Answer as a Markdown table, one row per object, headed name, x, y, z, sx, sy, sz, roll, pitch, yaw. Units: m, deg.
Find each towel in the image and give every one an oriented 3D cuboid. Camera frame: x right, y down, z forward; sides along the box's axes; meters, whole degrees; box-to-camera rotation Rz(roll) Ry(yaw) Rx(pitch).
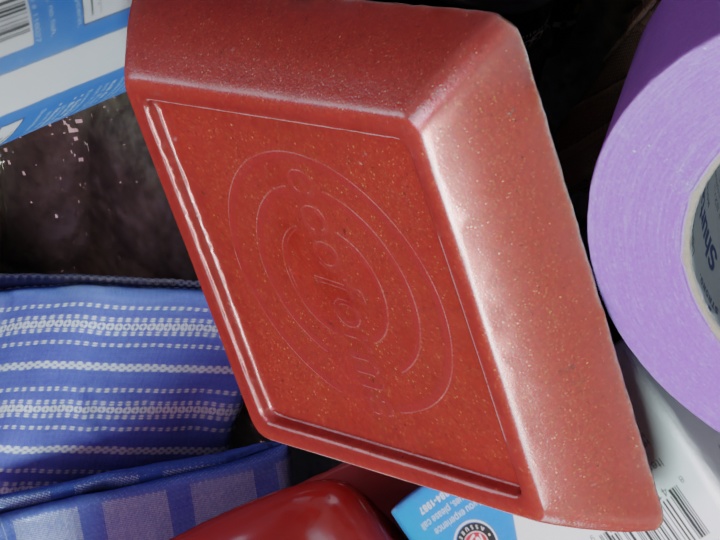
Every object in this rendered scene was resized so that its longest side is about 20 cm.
| name | x | y | z | sx | sy | sz | roll | pitch | yaw |
| --- | --- | --- | --- | --- | --- | --- | --- | --- | --- |
| towel | -0.123 | 0.091 | 1.050 | 0.024 | 0.144 | 0.201 | 51 | 130 | 47 |
| towel | -0.089 | 0.173 | 1.069 | 0.024 | 0.146 | 0.201 | -117 | 19 | -58 |

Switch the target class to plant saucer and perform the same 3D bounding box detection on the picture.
| name | x | y | z | sx | sy | sz | roll | pitch | yaw |
| --- | --- | --- | --- | --- | --- | --- | --- | --- | --- |
| plant saucer | 0.000 | 0.000 | 0.852 | 0.199 | 0.037 | 0.200 | 12 | 129 | 47 |

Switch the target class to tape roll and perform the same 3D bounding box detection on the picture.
| name | x | y | z | sx | sy | sz | roll | pitch | yaw |
| --- | --- | --- | --- | --- | --- | --- | --- | --- | --- |
| tape roll | 0.176 | -0.020 | 0.771 | 0.199 | 0.066 | 0.201 | 12 | 134 | 13 |

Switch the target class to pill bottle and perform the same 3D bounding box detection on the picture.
| name | x | y | z | sx | sy | sz | roll | pitch | yaw |
| --- | --- | --- | --- | --- | --- | --- | --- | --- | --- |
| pill bottle | -0.124 | -0.114 | 0.928 | 0.112 | 0.200 | 0.113 | 16 | 118 | 32 |

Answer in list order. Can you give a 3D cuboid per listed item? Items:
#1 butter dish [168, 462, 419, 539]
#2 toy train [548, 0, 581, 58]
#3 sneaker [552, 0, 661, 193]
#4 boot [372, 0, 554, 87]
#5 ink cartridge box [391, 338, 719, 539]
| name | x | y | z | sx | sy | sz | roll | pitch | yaw |
| --- | --- | --- | --- | --- | --- | --- | --- | --- | --- |
| butter dish | -0.034 | 0.165 | 0.937 | 0.201 | 0.199 | 0.148 | 61 | 177 | 29 |
| toy train | 0.006 | -0.153 | 0.920 | 0.200 | 0.034 | 0.046 | 41 | 126 | 17 |
| sneaker | 0.136 | -0.094 | 0.835 | 0.200 | 0.070 | 0.076 | -33 | 66 | 42 |
| boot | -0.017 | -0.099 | 0.887 | 0.211 | 0.079 | 0.158 | 37 | 144 | 24 |
| ink cartridge box | 0.129 | 0.127 | 0.911 | 0.146 | 0.084 | 0.200 | -40 | 83 | 42 |
